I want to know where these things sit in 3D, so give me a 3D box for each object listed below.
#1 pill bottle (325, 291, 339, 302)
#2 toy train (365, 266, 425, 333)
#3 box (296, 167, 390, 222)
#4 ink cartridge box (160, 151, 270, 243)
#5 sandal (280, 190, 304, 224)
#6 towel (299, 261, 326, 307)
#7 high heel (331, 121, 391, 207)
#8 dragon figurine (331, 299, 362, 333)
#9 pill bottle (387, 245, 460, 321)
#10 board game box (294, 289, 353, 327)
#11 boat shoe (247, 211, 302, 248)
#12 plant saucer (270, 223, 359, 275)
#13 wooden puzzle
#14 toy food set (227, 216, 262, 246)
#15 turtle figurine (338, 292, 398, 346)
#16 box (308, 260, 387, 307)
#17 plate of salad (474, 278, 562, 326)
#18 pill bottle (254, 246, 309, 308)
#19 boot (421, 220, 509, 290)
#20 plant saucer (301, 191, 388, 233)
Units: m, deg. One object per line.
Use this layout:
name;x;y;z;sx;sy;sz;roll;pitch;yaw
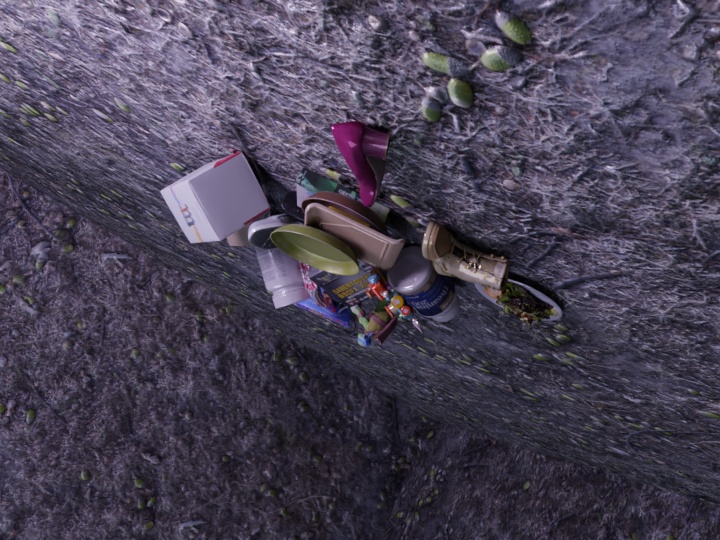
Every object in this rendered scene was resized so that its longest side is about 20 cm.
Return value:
pill bottle;-0.056;0.003;1.678;0.111;0.113;0.200;22;163;14
toy train;0.061;0.067;1.431;0.200;0.055;0.151;48;-168;-32
box;-0.040;-0.134;1.354;0.198;0.037;0.145;24;164;2
ink cartridge box;-0.328;-0.159;1.441;0.199;0.145;0.146;2;124;57
sandal;-0.089;-0.110;1.450;0.199;0.076;0.045;33;162;4
towel;-0.131;-0.015;1.665;0.029;0.203;0.147;-16;158;3
high heel;-0.006;-0.179;1.090;0.095;0.068;0.201;15;149;2
dragon figurine;-0.049;0.078;1.829;0.098;0.204;0.059;-2;176;12
pill bottle;0.152;0.039;1.462;0.110;0.112;0.200;13;160;39
board game box;-0.093;0.069;1.906;0.198;0.136;0.045;21;164;20
boat shoe;-0.182;-0.102;1.460;0.065;0.201;0.075;51;129;19
plant saucer;-0.090;-0.046;1.327;0.197;0.031;0.200;19;163;6
wooden puzzle;-0.014;-0.069;1.283;0.197;0.038;0.185;21;164;1
toy food set;-0.303;-0.140;1.632;0.199;0.060;0.146;3;114;57
turtle figurine;0.044;0.097;1.709;0.144;0.194;0.200;40;-172;-1
box;0.000;0.000;1.521;0.198;0.049;0.158;-26;136;28
plate of salad;0.335;0.070;1.389;0.198;0.049;0.200;24;164;7
pill bottle;-0.203;-0.011;1.670;0.112;0.203;0.113;-16;178;-1
boot;0.207;-0.024;1.242;0.154;0.074;0.200;19;165;26
plant saucer;-0.026;-0.103;1.305;0.198;0.035;0.201;24;163;8
